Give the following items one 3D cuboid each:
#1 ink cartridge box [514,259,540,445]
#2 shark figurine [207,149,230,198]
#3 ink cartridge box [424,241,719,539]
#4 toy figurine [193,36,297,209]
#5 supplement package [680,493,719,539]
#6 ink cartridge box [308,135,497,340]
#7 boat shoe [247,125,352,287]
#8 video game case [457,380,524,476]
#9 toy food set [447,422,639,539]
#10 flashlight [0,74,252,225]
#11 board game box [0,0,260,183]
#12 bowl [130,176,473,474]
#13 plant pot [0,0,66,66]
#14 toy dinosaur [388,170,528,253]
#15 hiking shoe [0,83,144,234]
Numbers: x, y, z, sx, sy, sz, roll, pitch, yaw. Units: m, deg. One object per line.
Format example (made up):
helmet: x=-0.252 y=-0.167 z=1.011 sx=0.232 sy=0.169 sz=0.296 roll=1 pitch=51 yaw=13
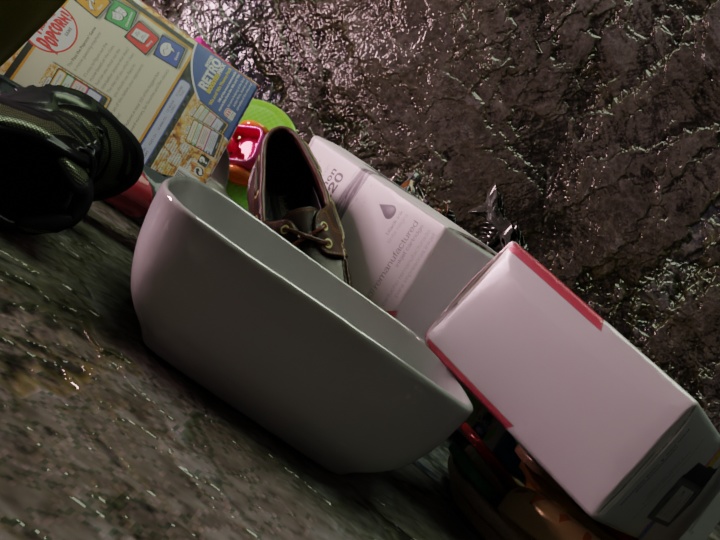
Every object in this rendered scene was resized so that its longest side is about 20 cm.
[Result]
ink cartridge box: x=0.177 y=0.110 z=0.839 sx=0.146 sy=0.083 sz=0.201 roll=46 pitch=18 yaw=-35
shark figurine: x=-0.169 y=-0.093 z=0.926 sx=0.213 sy=0.090 sz=0.128 roll=36 pitch=2 yaw=-20
ink cartridge box: x=0.143 y=0.085 z=0.615 sx=0.148 sy=0.086 sz=0.200 roll=44 pitch=5 yaw=32
toy figurine: x=-0.178 y=-0.162 z=0.998 sx=0.197 sy=0.152 sz=0.185 roll=13 pitch=-20 yaw=20
supplement package: x=0.289 y=0.204 z=1.066 sx=0.116 sy=0.118 sz=0.200 roll=33 pitch=5 yaw=-18
ink cartridge box: x=0.000 y=0.000 z=0.791 sx=0.084 sy=0.147 sz=0.200 roll=27 pitch=8 yaw=-40
boat shoe: x=-0.047 y=-0.021 z=0.719 sx=0.069 sy=0.071 sz=0.202 roll=-7 pitch=49 yaw=-16
video game case: x=0.131 y=0.142 z=0.983 sx=0.199 sy=0.046 sz=0.181 roll=32 pitch=7 yaw=-44
toy food set: x=0.135 y=0.170 z=0.639 sx=0.199 sy=0.049 sz=0.198 roll=33 pitch=5 yaw=-32
flashlight: x=-0.168 y=-0.057 z=0.675 sx=0.198 sy=0.069 sz=0.067 roll=29 pitch=-26 yaw=-31
board game box: x=-0.201 y=-0.148 z=0.821 sx=0.199 sy=0.153 sz=0.046 roll=35 pitch=-31 yaw=-17
bowl: x=-0.042 y=0.034 z=0.555 sx=0.198 sy=0.075 sz=0.200 roll=34 pitch=4 yaw=-8
plant pot: x=-0.273 y=-0.214 z=0.641 sx=0.199 sy=0.194 sz=0.200 roll=34 pitch=4 yaw=-3
toy dinosaur: x=0.076 y=0.002 z=0.841 sx=0.203 sy=0.134 sz=0.102 roll=69 pitch=13 yaw=8
hiking shoe: x=-0.177 y=-0.052 z=0.544 sx=0.101 sy=0.076 sz=0.199 roll=45 pitch=16 yaw=19
